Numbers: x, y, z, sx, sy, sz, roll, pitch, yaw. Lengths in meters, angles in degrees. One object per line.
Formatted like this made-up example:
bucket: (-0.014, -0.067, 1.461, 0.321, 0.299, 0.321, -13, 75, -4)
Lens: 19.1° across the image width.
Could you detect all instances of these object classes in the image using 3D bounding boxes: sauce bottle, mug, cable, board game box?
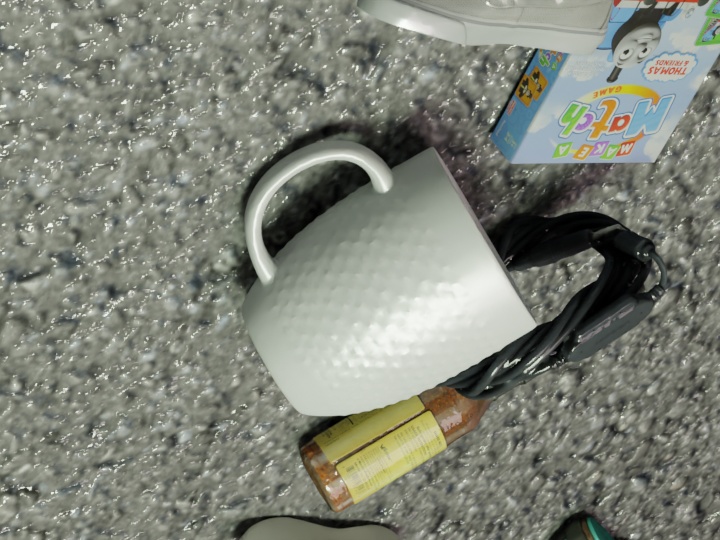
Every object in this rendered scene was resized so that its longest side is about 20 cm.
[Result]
sauce bottle: (0.049, 0.120, 1.715, 0.200, 0.066, 0.066, -29, 144, -8)
mug: (0.000, 0.000, 1.490, 0.175, 0.148, 0.200, -31, 115, 4)
cable: (0.121, 0.021, 1.585, 0.200, 0.163, 0.051, -34, 126, -5)
board game box: (0.198, -0.164, 1.539, 0.151, 0.037, 0.200, -3, 134, -38)

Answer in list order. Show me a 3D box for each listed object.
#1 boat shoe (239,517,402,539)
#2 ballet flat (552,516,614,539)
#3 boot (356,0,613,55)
boat shoe: (-0.038, 0.252, 1.800, 0.200, 0.072, 0.069, 3, 130, -53)
ballet flat: (0.243, 0.294, 2.086, 0.068, 0.068, 0.200, -36, 136, 17)
boot: (0.090, -0.200, 1.394, 0.200, 0.074, 0.096, 0, 115, -39)
